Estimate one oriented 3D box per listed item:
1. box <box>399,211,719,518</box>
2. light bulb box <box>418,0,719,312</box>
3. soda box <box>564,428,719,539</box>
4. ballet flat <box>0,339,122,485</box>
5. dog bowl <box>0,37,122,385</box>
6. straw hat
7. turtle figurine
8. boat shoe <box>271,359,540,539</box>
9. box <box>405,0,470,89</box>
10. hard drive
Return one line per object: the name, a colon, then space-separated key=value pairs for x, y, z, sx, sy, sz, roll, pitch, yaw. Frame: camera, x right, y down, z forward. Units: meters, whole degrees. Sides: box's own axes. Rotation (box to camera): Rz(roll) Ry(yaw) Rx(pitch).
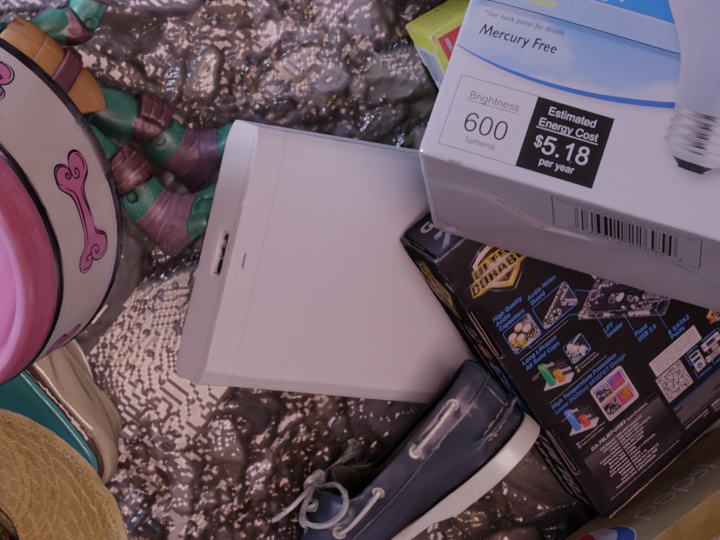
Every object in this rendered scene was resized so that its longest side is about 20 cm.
box: x=0.149 y=-0.003 z=1.502 sx=0.200 sy=0.050 sz=0.199 roll=-41 pitch=120 yaw=-9
light bulb box: x=0.152 y=-0.101 z=1.377 sx=0.197 sy=0.125 sz=0.201 roll=16 pitch=75 yaw=9
soda box: x=0.160 y=0.160 z=1.519 sx=0.200 sy=0.068 sz=0.064 roll=-33 pitch=107 yaw=-31
ballet flat: x=-0.188 y=0.027 z=1.453 sx=0.069 sy=0.069 sz=0.200 roll=-35 pitch=107 yaw=-5
dog bowl: x=-0.218 y=-0.022 z=1.346 sx=0.199 sy=0.074 sz=0.201 roll=11 pitch=125 yaw=16
straw hat: x=-0.224 y=0.140 z=1.449 sx=0.200 sy=0.085 sz=0.202 roll=-10 pitch=117 yaw=-20
turtle figurine: x=-0.151 y=-0.100 z=1.421 sx=0.200 sy=0.101 sz=0.150 roll=39 pitch=49 yaw=-18
boat shoe: x=0.004 y=0.123 z=1.493 sx=0.200 sy=0.075 sz=0.062 roll=-39 pitch=97 yaw=24
box: x=0.129 y=-0.146 z=1.502 sx=0.199 sy=0.050 sz=0.075 roll=-29 pitch=107 yaw=-7
hard drive: x=0.000 y=0.000 z=1.462 sx=0.199 sy=0.026 sz=0.133 roll=7 pitch=99 yaw=-43
